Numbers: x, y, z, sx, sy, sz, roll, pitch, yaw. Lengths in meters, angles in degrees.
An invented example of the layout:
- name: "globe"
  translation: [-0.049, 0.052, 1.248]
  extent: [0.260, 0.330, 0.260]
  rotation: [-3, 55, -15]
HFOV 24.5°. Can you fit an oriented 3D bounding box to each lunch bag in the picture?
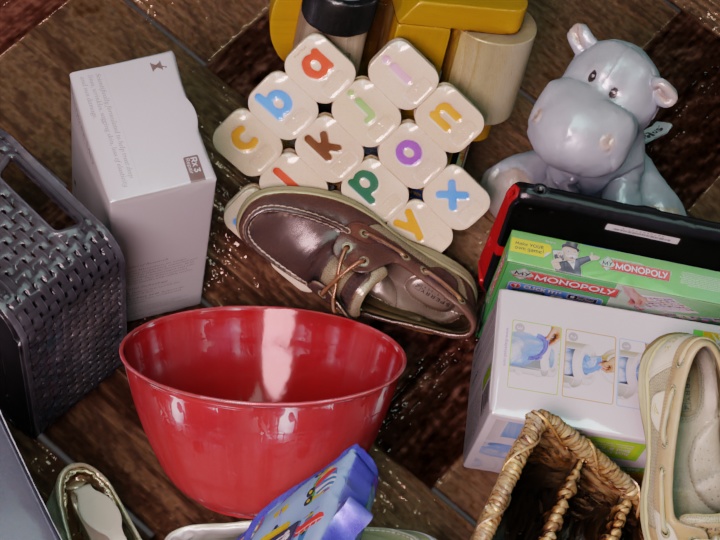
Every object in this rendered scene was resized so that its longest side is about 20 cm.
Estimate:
- name: "lunch bag"
  translation: [-0.049, 0.208, 1.017]
  extent: [0.094, 0.200, 0.151]
  rotation: [35, 32, -5]

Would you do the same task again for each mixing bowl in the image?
- name: "mixing bowl"
  translation: [-0.071, 0.106, 1.166]
  extent: [0.199, 0.200, 0.109]
  rotation: [2, 106, -6]

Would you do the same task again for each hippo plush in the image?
- name: "hippo plush"
  translation: [0.202, -0.097, 1.302]
  extent: [0.159, 0.161, 0.200]
  rotation: [39, 65, 14]

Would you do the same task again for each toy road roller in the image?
- name: "toy road roller"
  translation: [0.028, -0.195, 1.302]
  extent: [0.199, 0.123, 0.146]
  rotation: [5, 41, -11]

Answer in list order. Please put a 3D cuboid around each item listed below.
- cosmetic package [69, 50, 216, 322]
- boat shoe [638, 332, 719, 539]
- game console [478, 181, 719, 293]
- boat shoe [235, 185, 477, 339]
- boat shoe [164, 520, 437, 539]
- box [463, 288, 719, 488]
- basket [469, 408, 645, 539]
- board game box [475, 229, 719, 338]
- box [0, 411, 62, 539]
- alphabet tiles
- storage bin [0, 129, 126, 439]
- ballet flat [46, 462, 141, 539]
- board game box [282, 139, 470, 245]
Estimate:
- name: "cosmetic package"
  translation: [-0.162, -0.055, 1.212]
  extent: [0.081, 0.200, 0.113]
  rotation: [-15, 64, -15]
- name: "boat shoe"
  translation: [0.232, 0.143, 1.124]
  extent: [0.073, 0.063, 0.202]
  rotation: [-5, 91, -10]
- name: "game console"
  translation: [0.194, -0.006, 1.244]
  extent: [0.199, 0.177, 0.031]
  rotation: [11, 63, -1]
- name: "boat shoe"
  translation: [0.000, 0.000, 1.248]
  extent: [0.199, 0.072, 0.072]
  rotation: [27, 21, -13]
- name: "boat shoe"
  translation: [-0.041, 0.203, 1.134]
  extent: [0.199, 0.062, 0.072]
  rotation: [-8, 39, 9]
- name: "box"
  translation: [0.186, 0.096, 1.225]
  extent: [0.199, 0.113, 0.102]
  rotation: [9, 62, -3]
- name: "basket"
  translation: [0.132, 0.225, 1.131]
  extent: [0.142, 0.149, 0.200]
  rotation: [25, 61, 7]
- name: "board game box"
  translation: [0.197, 0.032, 1.249]
  extent: [0.199, 0.135, 0.029]
  rotation: [12, 61, -1]
- name: "box"
  translation: [-0.256, 0.184, 1.074]
  extent: [0.107, 0.200, 0.149]
  rotation: [-23, 67, -18]
- name: "alphabet tiles"
  translation: [-0.006, -0.077, 1.260]
  extent: [0.195, 0.200, 0.015]
  rotation: [41, 18, -19]
- name: "storage bin"
  translation: [-0.243, 0.014, 1.165]
  extent: [0.135, 0.200, 0.094]
  rotation: [43, 66, 15]
- name: "ballet flat"
  translation: [-0.163, 0.215, 1.128]
  extent: [0.067, 0.062, 0.200]
  rotation: [-20, 56, -30]
- name: "board game box"
  translation: [0.018, -0.120, 1.357]
  extent: [0.151, 0.046, 0.201]
  rotation: [18, 61, 3]
